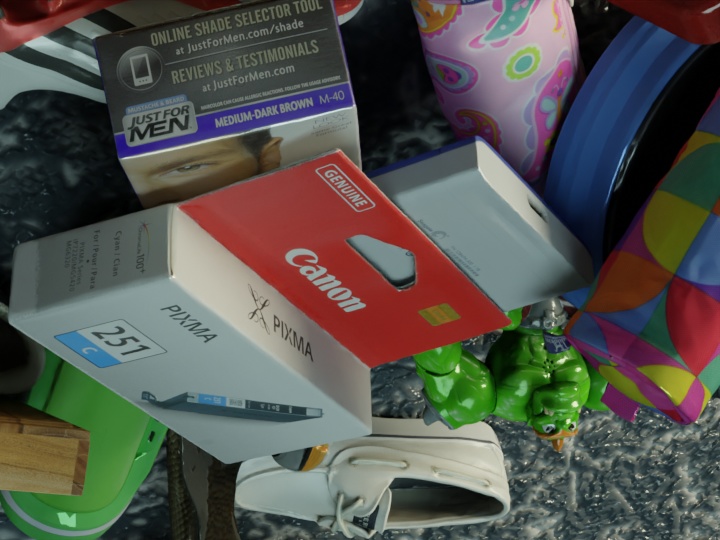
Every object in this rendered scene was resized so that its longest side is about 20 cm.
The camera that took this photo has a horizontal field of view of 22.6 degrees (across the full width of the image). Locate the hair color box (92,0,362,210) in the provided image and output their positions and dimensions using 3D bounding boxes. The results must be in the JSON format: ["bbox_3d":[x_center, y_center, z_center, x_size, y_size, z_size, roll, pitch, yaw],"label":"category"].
[{"bbox_3d":[-0.056,-0.061,0.870,0.108,0.066,0.200,-13,164,-1],"label":"hair color box"}]

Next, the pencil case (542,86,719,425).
[{"bbox_3d":[0.175,-0.021,0.880,0.088,0.088,0.201,38,84,-42],"label":"pencil case"}]

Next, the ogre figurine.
[{"bbox_3d":[0.111,0.035,1.072,0.198,0.098,0.121,-15,124,-32],"label":"ogre figurine"}]

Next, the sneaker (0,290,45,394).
[{"bbox_3d":[-0.247,0.018,0.920,0.199,0.090,0.068,20,94,-37],"label":"sneaker"}]

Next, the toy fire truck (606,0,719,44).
[{"bbox_3d":[0.196,-0.178,0.821,0.199,0.169,0.112,-27,136,10],"label":"toy fire truck"}]

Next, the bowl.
[{"bbox_3d":[0.179,-0.059,0.964,0.200,0.039,0.202,-26,133,-32],"label":"bowl"}]

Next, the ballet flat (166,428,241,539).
[{"bbox_3d":[-0.098,0.127,1.100,0.067,0.046,0.202,-28,128,-41],"label":"ballet flat"}]

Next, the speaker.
[{"bbox_3d":[-0.147,0.066,1.019,0.088,0.089,0.201,6,132,-24],"label":"speaker"}]

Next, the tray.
[{"bbox_3d":[-0.219,0.083,0.951,0.098,0.200,0.037,9,88,-25],"label":"tray"}]

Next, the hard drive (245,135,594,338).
[{"bbox_3d":[0.000,0.000,0.901,0.198,0.026,0.132,-18,148,25],"label":"hard drive"}]

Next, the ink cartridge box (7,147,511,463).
[{"bbox_3d":[-0.042,0.026,0.872,0.175,0.045,0.200,-15,149,24],"label":"ink cartridge box"}]

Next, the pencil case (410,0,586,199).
[{"bbox_3d":[0.080,-0.100,0.923,0.087,0.088,0.201,-19,137,2],"label":"pencil case"}]

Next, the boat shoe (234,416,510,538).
[{"bbox_3d":[0.002,0.140,1.157,0.198,0.066,0.072,2,134,-20],"label":"boat shoe"}]

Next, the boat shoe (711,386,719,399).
[{"bbox_3d":[0.224,-0.026,0.949,0.060,0.202,0.076,10,166,27],"label":"boat shoe"}]

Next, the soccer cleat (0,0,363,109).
[{"bbox_3d":[-0.097,-0.119,0.866,0.198,0.069,0.086,-8,145,-6],"label":"soccer cleat"}]

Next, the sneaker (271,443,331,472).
[{"bbox_3d":[-0.047,0.039,1.042,0.076,0.079,0.201,2,132,-1],"label":"sneaker"}]
